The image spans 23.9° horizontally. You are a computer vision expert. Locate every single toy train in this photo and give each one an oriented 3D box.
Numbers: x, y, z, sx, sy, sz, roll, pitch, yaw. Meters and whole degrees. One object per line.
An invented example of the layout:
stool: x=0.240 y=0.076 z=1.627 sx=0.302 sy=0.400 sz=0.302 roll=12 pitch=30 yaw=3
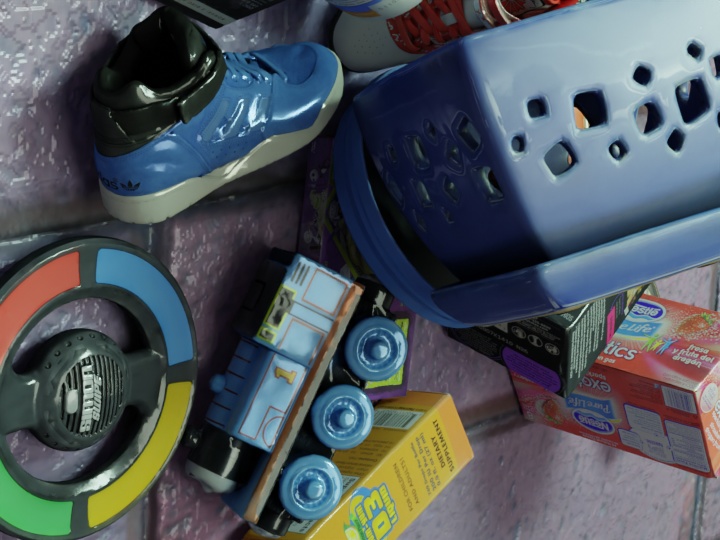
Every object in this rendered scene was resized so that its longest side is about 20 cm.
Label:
toy train: x=-0.049 y=0.084 z=1.192 sx=0.114 sy=0.087 sz=0.201 roll=26 pitch=87 yaw=-16

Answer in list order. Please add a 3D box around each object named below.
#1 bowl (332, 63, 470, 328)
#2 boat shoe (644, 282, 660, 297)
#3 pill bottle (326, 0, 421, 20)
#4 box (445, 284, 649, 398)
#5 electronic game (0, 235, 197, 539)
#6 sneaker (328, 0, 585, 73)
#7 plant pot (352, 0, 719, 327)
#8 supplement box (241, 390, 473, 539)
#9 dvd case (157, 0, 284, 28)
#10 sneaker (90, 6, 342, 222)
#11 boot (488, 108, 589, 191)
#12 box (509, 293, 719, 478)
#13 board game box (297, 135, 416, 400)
bowl: x=0.058 y=-0.052 z=1.243 sx=0.200 sy=0.039 sz=0.201 roll=26 pitch=51 yaw=-38
boat shoe: x=0.255 y=0.071 z=1.566 sx=0.073 sy=0.074 sz=0.201 roll=-49 pitch=143 yaw=-41
pill bottle: x=-0.035 y=-0.248 z=1.102 sx=0.200 sy=0.112 sz=0.113 roll=23 pitch=84 yaw=-50
box: x=0.169 y=-0.019 z=1.374 sx=0.200 sy=0.122 sz=0.106 roll=-50 pitch=155 yaw=-27
electronic game: x=-0.181 y=0.077 z=1.087 sx=0.200 sy=0.042 sz=0.201 roll=-18 pitch=115 yaw=-44
sneaker: x=0.071 y=-0.187 z=1.175 sx=0.201 sy=0.108 sz=0.067 roll=-24 pitch=110 yaw=5
plant pot: x=0.133 y=-0.070 z=1.114 sx=0.199 sy=0.200 sz=0.181 roll=-17 pitch=89 yaw=-21
supplement box: x=0.001 y=0.171 z=1.286 sx=0.200 sy=0.069 sz=0.067 roll=-41 pitch=120 yaw=-38
dvd case: x=-0.064 y=-0.206 z=1.025 sx=0.148 sy=0.199 sz=0.016 roll=20 pitch=61 yaw=-49
sneaker: x=-0.089 y=-0.123 z=1.087 sx=0.200 sy=0.077 sz=0.112 roll=-33 pitch=138 yaw=-30
boot: x=0.123 y=-0.099 z=1.257 sx=0.107 sy=0.075 sz=0.201 roll=-7 pitch=75 yaw=-44
box: x=0.230 y=0.086 z=1.432 sx=0.095 sy=0.199 sz=0.103 roll=-43 pitch=129 yaw=-31
board game box: x=0.000 y=0.000 z=1.280 sx=0.120 sy=0.032 sz=0.201 roll=-3 pitch=103 yaw=-52
